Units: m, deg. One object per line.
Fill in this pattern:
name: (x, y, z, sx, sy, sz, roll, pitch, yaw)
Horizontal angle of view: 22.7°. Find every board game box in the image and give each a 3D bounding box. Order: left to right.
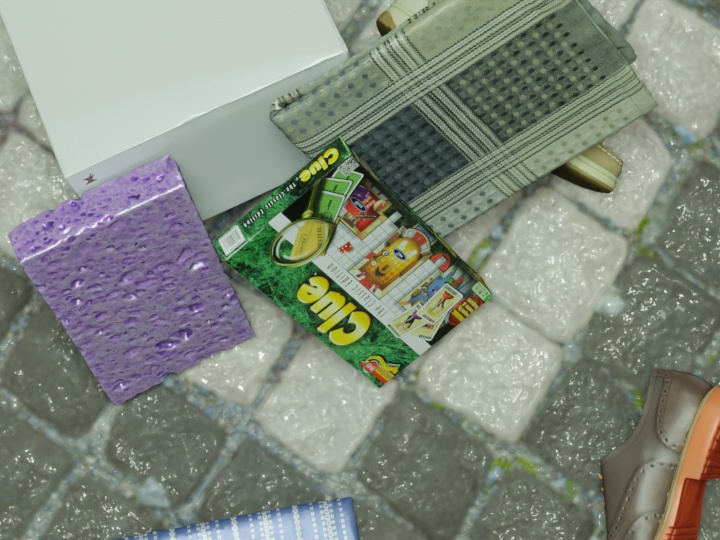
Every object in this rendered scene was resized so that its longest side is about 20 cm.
board game box: (0.000, 0.000, 1.158, 0.104, 0.200, 0.024, -38, 50, 10)

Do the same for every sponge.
sponge: (-0.142, 0.010, 1.151, 0.111, 0.201, 0.030, -25, 60, -4)

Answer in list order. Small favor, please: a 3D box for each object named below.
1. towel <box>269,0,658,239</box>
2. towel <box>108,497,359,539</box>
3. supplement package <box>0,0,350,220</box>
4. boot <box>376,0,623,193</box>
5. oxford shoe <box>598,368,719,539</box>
towel: (0.068, -0.106, 1.113, 0.199, 0.192, 0.035, -30, 52, 17)
towel: (-0.090, 0.242, 1.213, 0.198, 0.024, 0.146, -10, 78, -7)
supplement package: (-0.121, -0.153, 1.157, 0.190, 0.147, 0.202, -24, 70, -2)
boot: (0.131, -0.164, 1.230, 0.199, 0.072, 0.155, 38, 84, 1)
oxford shoe: (0.193, 0.165, 1.224, 0.072, 0.071, 0.202, 24, 89, 28)
